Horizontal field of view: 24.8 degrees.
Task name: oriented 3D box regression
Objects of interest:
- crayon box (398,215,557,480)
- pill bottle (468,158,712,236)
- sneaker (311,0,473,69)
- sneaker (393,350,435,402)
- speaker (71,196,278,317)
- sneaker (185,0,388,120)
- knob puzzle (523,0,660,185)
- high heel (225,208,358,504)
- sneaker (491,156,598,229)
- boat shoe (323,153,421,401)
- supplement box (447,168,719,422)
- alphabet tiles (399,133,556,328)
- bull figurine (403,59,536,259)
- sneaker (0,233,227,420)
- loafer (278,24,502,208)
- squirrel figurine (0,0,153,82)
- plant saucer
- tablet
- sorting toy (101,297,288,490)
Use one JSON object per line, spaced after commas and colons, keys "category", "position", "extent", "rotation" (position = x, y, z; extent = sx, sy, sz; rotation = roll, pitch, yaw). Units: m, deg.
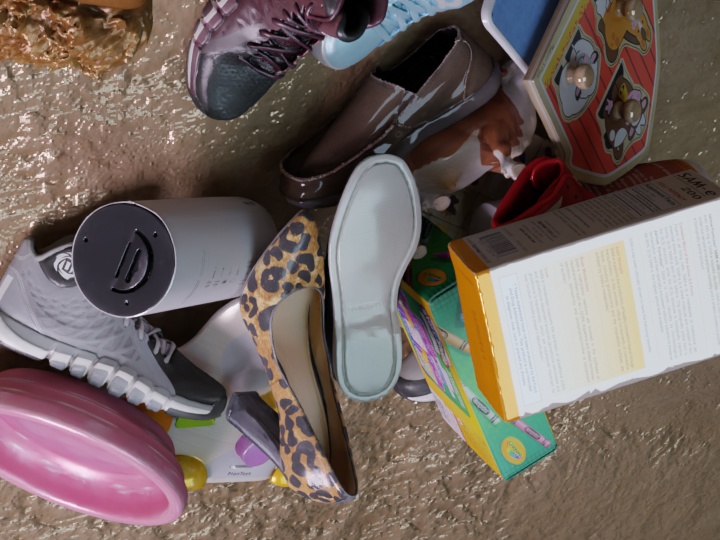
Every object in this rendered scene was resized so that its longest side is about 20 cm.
{"category": "crayon box", "position": [0.086, 0.065, 1.370], "extent": [0.058, 0.119, 0.200], "rotation": [-30, 122, -10]}
{"category": "pill bottle", "position": [0.198, -0.029, 1.386], "extent": [0.200, 0.112, 0.112], "rotation": [-9, 132, -22]}
{"category": "sneaker", "position": [0.046, -0.215, 1.191], "extent": [0.200, 0.082, 0.074], "rotation": [-46, 137, 11]}
{"category": "sneaker", "position": [0.106, 0.042, 1.491], "extent": [0.200, 0.074, 0.080], "rotation": [-36, 124, -7]}
{"category": "speaker", "position": [-0.129, -0.013, 1.188], "extent": [0.081, 0.081, 0.200], "rotation": [-50, 169, 15]}
{"category": "sneaker", "position": [-0.047, -0.170, 1.142], "extent": [0.076, 0.116, 0.200], "rotation": [10, 121, -40]}
{"category": "knob puzzle", "position": [0.208, -0.156, 1.316], "extent": [0.219, 0.030, 0.220], "rotation": [-18, 112, -53]}
{"category": "high heel", "position": [-0.029, 0.067, 1.209], "extent": [0.071, 0.142, 0.200], "rotation": [-9, 124, -41]}
{"category": "sneaker", "position": [0.191, -0.038, 1.264], "extent": [0.200, 0.078, 0.116], "rotation": [-20, 123, -20]}
{"category": "boat shoe", "position": [0.000, 0.000, 1.261], "extent": [0.075, 0.060, 0.201], "rotation": [2, 111, -20]}
{"category": "supplement box", "position": [0.177, 0.017, 1.210], "extent": [0.200, 0.074, 0.126], "rotation": [-16, 112, -8]}
{"category": "alphabet tiles", "position": [0.098, -0.031, 1.407], "extent": [0.166, 0.006, 0.200], "rotation": [22, 101, -32]}
{"category": "bull figurine", "position": [0.084, -0.094, 1.307], "extent": [0.200, 0.122, 0.065], "rotation": [-29, 135, -1]}
{"category": "sneaker", "position": [-0.175, 0.031, 1.232], "extent": [0.200, 0.075, 0.116], "rotation": [24, 93, -17]}
{"category": "loafer", "position": [0.013, -0.126, 1.269], "extent": [0.200, 0.073, 0.071], "rotation": [-37, 129, -7]}
{"category": "squirrel figurine", "position": [-0.214, -0.204, 0.985], "extent": [0.186, 0.142, 0.200], "rotation": [-2, 126, -25]}
{"category": "plant saucer", "position": [-0.225, 0.134, 1.277], "extent": [0.201, 0.200, 0.051], "rotation": [56, 46, -49]}
{"category": "tablet", "position": [0.156, -0.197, 1.284], "extent": [0.200, 0.014, 0.130], "rotation": [40, 62, -48]}
{"category": "sorting toy", "position": [-0.083, 0.085, 1.341], "extent": [0.200, 0.107, 0.180], "rotation": [2, 135, -36]}
